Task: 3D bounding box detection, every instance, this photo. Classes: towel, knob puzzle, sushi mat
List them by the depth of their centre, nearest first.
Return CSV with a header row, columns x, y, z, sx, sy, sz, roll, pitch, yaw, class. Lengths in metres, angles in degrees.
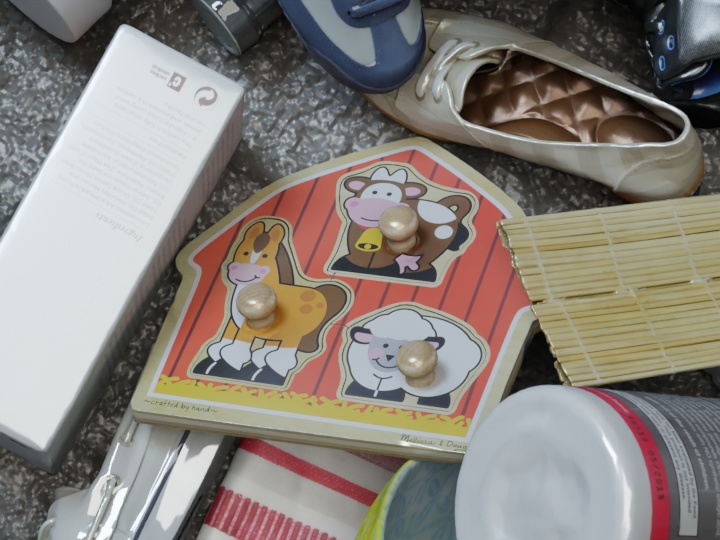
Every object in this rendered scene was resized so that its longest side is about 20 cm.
x,y,z,sx,sy,sz,roll,pitch,yaw,class
0.167,0.005,1.209,0.199,0.012,0.096,-7,62,-25,sushi mat
0.000,0.000,1.211,0.218,0.031,0.221,-6,45,6,knob puzzle
-0.014,0.156,1.238,0.143,0.023,0.201,24,80,1,towel

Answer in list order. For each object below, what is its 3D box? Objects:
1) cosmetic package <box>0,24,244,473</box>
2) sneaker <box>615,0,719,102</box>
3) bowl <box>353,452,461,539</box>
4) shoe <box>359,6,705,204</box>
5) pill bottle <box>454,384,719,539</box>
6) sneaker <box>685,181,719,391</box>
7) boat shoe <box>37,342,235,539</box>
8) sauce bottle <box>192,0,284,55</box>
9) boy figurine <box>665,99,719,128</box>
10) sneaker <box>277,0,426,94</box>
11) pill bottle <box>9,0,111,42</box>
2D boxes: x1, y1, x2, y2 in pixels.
x,y,z,sx,sy,sz,roll,pitch,yaw,class
-0.133,-0.008,1.217,0.071,0.101,0.201,27,79,2,cosmetic package
0.136,-0.140,1.236,0.199,0.073,0.113,3,76,31,sneaker
0.059,0.190,1.161,0.200,0.200,0.108,47,125,4,bowl
0.081,-0.091,1.254,0.199,0.053,0.070,21,78,14,shoe
0.148,0.113,1.142,0.199,0.110,0.112,7,77,-41,pill bottle
0.215,0.031,1.252,0.200,0.077,0.082,45,74,3,sneaker
-0.124,0.128,1.211,0.065,0.072,0.201,27,79,5,boat shoe
0.000,-0.188,1.275,0.200,0.065,0.065,-41,86,-11,sauce bottle
0.213,-0.169,1.290,0.123,0.064,0.202,13,83,1,boy figurine
-0.011,-0.175,1.191,0.070,0.082,0.201,-30,108,-20,sneaker
-0.111,-0.218,1.247,0.113,0.113,0.200,41,81,3,pill bottle
